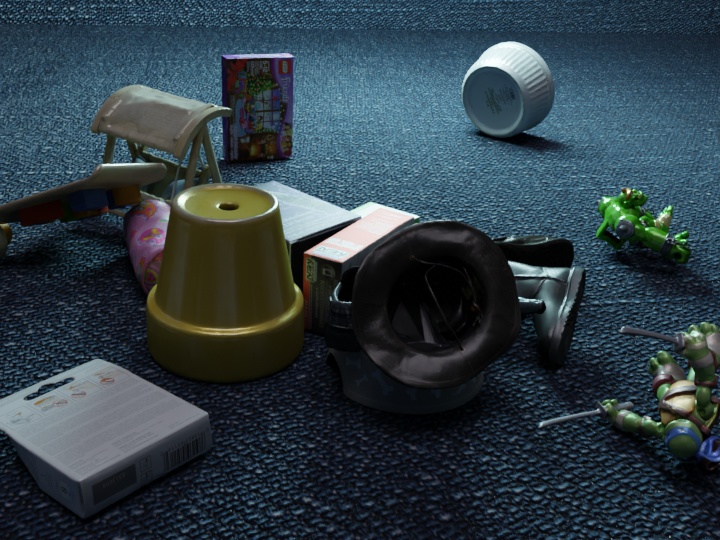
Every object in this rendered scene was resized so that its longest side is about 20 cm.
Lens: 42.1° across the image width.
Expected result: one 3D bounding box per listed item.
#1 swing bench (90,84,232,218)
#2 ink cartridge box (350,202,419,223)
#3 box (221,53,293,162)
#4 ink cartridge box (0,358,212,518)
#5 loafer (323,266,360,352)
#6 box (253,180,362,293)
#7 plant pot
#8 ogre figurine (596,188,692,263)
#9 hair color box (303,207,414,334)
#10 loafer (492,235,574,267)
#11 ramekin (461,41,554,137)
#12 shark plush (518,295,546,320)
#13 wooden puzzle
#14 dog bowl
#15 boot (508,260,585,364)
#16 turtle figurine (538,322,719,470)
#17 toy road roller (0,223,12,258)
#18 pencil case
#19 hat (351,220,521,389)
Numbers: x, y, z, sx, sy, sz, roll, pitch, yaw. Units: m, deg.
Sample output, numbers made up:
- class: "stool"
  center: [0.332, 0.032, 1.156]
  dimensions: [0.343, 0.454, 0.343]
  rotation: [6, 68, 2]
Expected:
- class: "swing bench"
  center: [-0.320, -0.177, 1.499]
  dimensions: [0.197, 0.203, 0.129]
  rotation: [18, 28, 30]
- class: "ink cartridge box"
  center: [0.053, -0.046, 1.453]
  dimensions: [0.198, 0.049, 0.145]
  rotation: [17, 27, 33]
- class: "box"
  center: [-0.199, -0.315, 1.813]
  dimensions: [0.135, 0.203, 0.039]
  rotation: [-8, 25, -23]
- class: "ink cartridge box"
  center: [-0.277, 0.165, 0.966]
  dimensions: [0.198, 0.048, 0.159]
  rotation: [16, 28, 38]
- class: "loafer"
  center: [0.006, 0.026, 1.122]
  dimensions: [0.067, 0.071, 0.201]
  rotation: [10, 26, 13]
- class: "box"
  center: [-0.116, -0.042, 1.350]
  dimensions: [0.199, 0.106, 0.147]
  rotation: [24, 32, 36]
- class: "plant pot"
  center: [-0.163, 0.004, 1.144]
  dimensions: [0.197, 0.191, 0.201]
  rotation: [4, 24, -2]
- class: "ogre figurine"
  center: [0.452, -0.071, 1.512]
  dimensions: [0.118, 0.099, 0.201]
  rotation: [19, 39, -9]
- class: "hair color box"
  center: [0.000, 0.000, 1.268]
  dimensions: [0.063, 0.112, 0.200]
  rotation: [15, 26, 26]
- class: "loafer"
  center: [0.219, -0.014, 1.392]
  dimensions: [0.197, 0.074, 0.071]
  rotation: [-4, 14, -22]
- class: "ramekin"
  center: [0.316, -0.390, 2.060]
  dimensions: [0.198, 0.203, 0.105]
  rotation: [20, 38, 31]
- class: "shark plush"
  center: [0.139, 0.039, 1.181]
  dimensions: [0.199, 0.092, 0.083]
  rotation: [28, 0, 41]
- class: "wooden puzzle"
  center: [-0.401, -0.102, 1.361]
  dimensions: [0.198, 0.047, 0.185]
  rotation: [-19, 0, 21]
- class: "dog bowl"
  center: [0.055, 0.095, 1.135]
  dimensions: [0.197, 0.059, 0.201]
  rotation: [2, 25, -1]
- class: "boot"
  center: [0.185, 0.047, 1.241]
  dimensions: [0.197, 0.066, 0.165]
  rotation: [8, 39, 21]
- class: "turtle figurine"
  center: [0.328, 0.112, 1.034]
  dimensions: [0.198, 0.146, 0.194]
  rotation: [18, 24, 21]
- class: "toy road roller"
  center: [-0.616, -0.058, 1.338]
  dimensions: [0.200, 0.146, 0.123]
  rotation: [47, 32, 2]
- class: "pencil case"
  center: [-0.286, -0.030, 1.334]
  dimensions: [0.086, 0.089, 0.200]
  rotation: [-6, 27, -21]
- class: "hat"
  center: [0.078, 0.044, 1.060]
  dimensions: [0.197, 0.204, 0.081]
  rotation: [-2, -15, -12]
